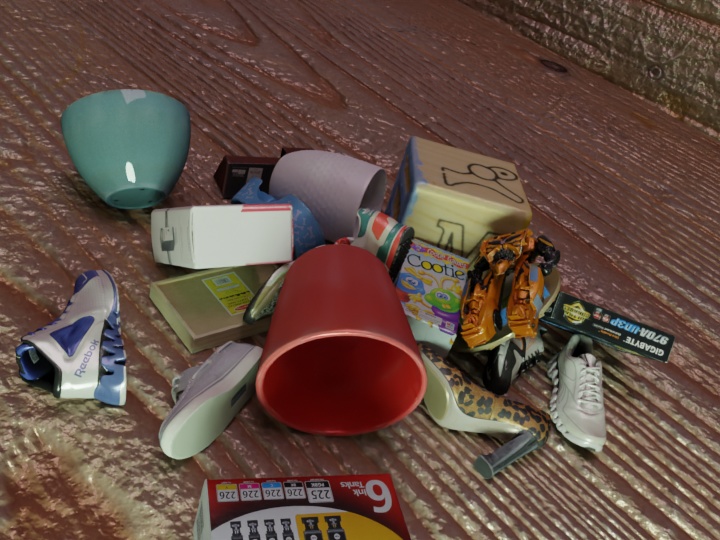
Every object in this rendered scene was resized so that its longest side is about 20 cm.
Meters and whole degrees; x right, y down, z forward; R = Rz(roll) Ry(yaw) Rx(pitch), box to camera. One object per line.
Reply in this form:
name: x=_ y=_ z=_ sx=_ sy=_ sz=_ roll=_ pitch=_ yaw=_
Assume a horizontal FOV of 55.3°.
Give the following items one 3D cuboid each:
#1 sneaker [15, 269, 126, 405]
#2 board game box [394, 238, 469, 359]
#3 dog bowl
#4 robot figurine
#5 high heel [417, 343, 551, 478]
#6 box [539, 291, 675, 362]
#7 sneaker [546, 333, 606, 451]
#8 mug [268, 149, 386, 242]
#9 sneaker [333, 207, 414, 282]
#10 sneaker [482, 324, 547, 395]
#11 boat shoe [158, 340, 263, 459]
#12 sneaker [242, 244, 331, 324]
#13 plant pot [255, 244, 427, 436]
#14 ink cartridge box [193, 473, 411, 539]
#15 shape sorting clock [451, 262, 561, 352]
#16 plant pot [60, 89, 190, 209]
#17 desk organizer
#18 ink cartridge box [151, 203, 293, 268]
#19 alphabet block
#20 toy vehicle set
sneaker: x=-0.346 y=0.076 z=0.814 sx=0.114 sy=0.081 sz=0.200 roll=1 pitch=39 yaw=-28
board game box: x=0.092 y=0.056 z=1.034 sx=0.102 sy=0.105 sz=0.200 roll=21 pitch=35 yaw=1
dog bowl: x=-0.136 y=-0.074 z=1.087 sx=0.049 sy=0.112 sz=0.200 roll=-37 pitch=43 yaw=-23
robot figurine: x=0.206 y=0.016 z=0.973 sx=0.058 sy=0.144 sz=0.201 roll=53 pitch=38 yaw=-31
high heel: x=0.165 y=0.167 z=0.934 sx=0.142 sy=0.072 sz=0.201 roll=-19 pitch=65 yaw=-34
box: x=0.368 y=0.084 z=1.096 sx=0.199 sy=0.046 sz=0.159 roll=21 pitch=-2 yaw=-7
sneaker: x=0.322 y=0.173 z=1.006 sx=0.075 sy=0.081 sz=0.201 roll=16 pitch=35 yaw=-7
mug: x=-0.056 y=-0.131 z=1.213 sx=0.174 sy=0.149 sz=0.200 roll=20 pitch=3 yaw=14
sneaker: x=0.000 y=0.000 z=0.979 sx=0.093 sy=0.201 sz=0.070 roll=33 pitch=34 yaw=13
sneaker: x=0.240 y=0.123 z=1.042 sx=0.080 sy=0.074 sz=0.200 roll=27 pitch=35 yaw=8
boat shoe: x=-0.185 y=0.147 z=0.815 sx=0.071 sy=0.071 sz=0.201 roll=17 pitch=28 yaw=17
sneaker: x=-0.081 y=0.033 z=0.974 sx=0.089 sy=0.077 sz=0.200 roll=46 pitch=44 yaw=8
plant pot: x=-0.026 y=0.077 z=0.853 sx=0.199 sy=0.201 sz=0.178 roll=10 pitch=41 yaw=-13
ink cartridge box: x=-0.049 y=0.292 z=0.652 sx=0.198 sy=0.084 sz=0.176 roll=4 pitch=37 yaw=-22
shape sorting clock: x=0.214 y=0.056 z=1.043 sx=0.039 sy=0.199 sz=0.200 roll=54 pitch=33 yaw=-12
plant pot: x=-0.364 y=-0.177 z=1.091 sx=0.199 sy=0.200 sz=0.136 roll=-3 pitch=74 yaw=-29
desk organizer: x=-0.166 y=-0.184 z=1.276 sx=0.199 sy=0.072 sz=0.077 roll=-3 pitch=37 yaw=-30
ink cartridge box: x=-0.201 y=-0.051 z=0.979 sx=0.145 sy=0.086 sz=0.200 roll=-4 pitch=7 yaw=-31
alphabet block: x=0.155 y=-0.087 z=1.185 sx=0.198 sy=0.197 sz=0.196 roll=14 pitch=35 yaw=-7
toy vehicle set: x=-0.183 y=0.043 z=0.987 sx=0.199 sy=0.027 sz=0.124 roll=-15 pitch=46 yaw=-39
